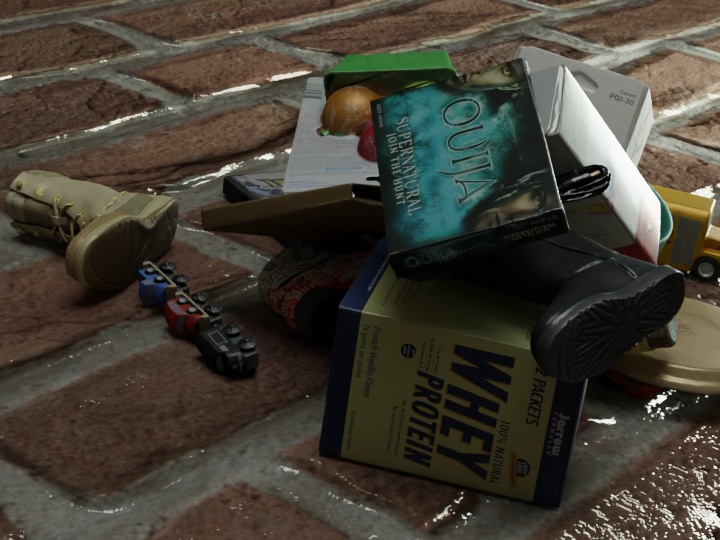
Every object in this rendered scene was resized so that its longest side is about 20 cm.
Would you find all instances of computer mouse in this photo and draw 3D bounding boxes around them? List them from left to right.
[{"bbox_3d":[0.110,-0.046,1.289,0.200,0.034,0.059,-26,29,-20],"label":"computer mouse"}]

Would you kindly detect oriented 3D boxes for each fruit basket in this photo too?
[{"bbox_3d":[0.028,-0.131,1.582,0.185,0.094,0.200,-2,43,8],"label":"fruit basket"}]

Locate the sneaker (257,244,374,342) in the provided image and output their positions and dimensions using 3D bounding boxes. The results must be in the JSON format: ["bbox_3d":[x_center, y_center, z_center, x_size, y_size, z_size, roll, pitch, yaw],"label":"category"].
[{"bbox_3d":[0.000,-0.001,1.572,0.201,0.067,0.108,-21,36,-31],"label":"sneaker"}]

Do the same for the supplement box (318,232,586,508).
[{"bbox_3d":[0.091,0.074,1.367,0.199,0.134,0.200,12,24,9],"label":"supplement box"}]

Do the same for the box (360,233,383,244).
[{"bbox_3d":[0.072,-0.071,1.703,0.163,0.021,0.200,23,35,10],"label":"box"}]

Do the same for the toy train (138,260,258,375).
[{"bbox_3d":[-0.154,0.042,1.491,0.046,0.034,0.200,-19,34,-25],"label":"toy train"}]

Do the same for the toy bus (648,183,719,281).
[{"bbox_3d":[0.324,-0.050,1.809,0.200,0.078,0.065,14,24,14],"label":"toy bus"}]

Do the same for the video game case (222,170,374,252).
[{"bbox_3d":[-0.023,-0.070,1.804,0.200,0.026,0.181,-6,27,-31],"label":"video game case"}]

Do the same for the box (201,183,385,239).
[{"bbox_3d":[-0.022,-0.052,1.503,0.200,0.021,0.163,-6,-7,44],"label":"box"}]

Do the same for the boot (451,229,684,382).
[{"bbox_3d":[0.124,0.008,1.275,0.165,0.066,0.200,-19,35,-42],"label":"boot"}]

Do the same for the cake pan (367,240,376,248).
[{"bbox_3d":[0.091,-0.059,1.749,0.200,0.037,0.200,11,34,-8],"label":"cake pan"}]

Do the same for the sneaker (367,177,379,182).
[{"bbox_3d":[0.083,-0.105,1.682,0.200,0.078,0.080,2,41,-1],"label":"sneaker"}]

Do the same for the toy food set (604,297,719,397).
[{"bbox_3d":[0.299,0.075,1.546,0.200,0.049,0.198,-2,25,-23],"label":"toy food set"}]

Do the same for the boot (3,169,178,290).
[{"bbox_3d":[-0.281,-0.044,1.593,0.155,0.073,0.200,14,22,13],"label":"boot"}]

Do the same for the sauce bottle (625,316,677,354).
[{"bbox_3d":[0.184,0.050,1.480,0.200,0.065,0.065,-7,16,23],"label":"sauce bottle"}]

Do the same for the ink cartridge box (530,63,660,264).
[{"bbox_3d":[0.154,-0.073,1.422,0.146,0.200,0.083,-12,49,31],"label":"ink cartridge box"}]

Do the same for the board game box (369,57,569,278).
[{"bbox_3d":[0.081,-0.085,1.280,0.135,0.028,0.200,-15,41,8],"label":"board game box"}]

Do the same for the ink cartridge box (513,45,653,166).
[{"bbox_3d":[0.235,-0.168,1.778,0.146,0.083,0.200,19,-1,12],"label":"ink cartridge box"}]

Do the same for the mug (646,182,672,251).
[{"bbox_3d":[0.209,-0.042,1.664,0.185,0.114,0.152,26,36,-1],"label":"mug"}]
